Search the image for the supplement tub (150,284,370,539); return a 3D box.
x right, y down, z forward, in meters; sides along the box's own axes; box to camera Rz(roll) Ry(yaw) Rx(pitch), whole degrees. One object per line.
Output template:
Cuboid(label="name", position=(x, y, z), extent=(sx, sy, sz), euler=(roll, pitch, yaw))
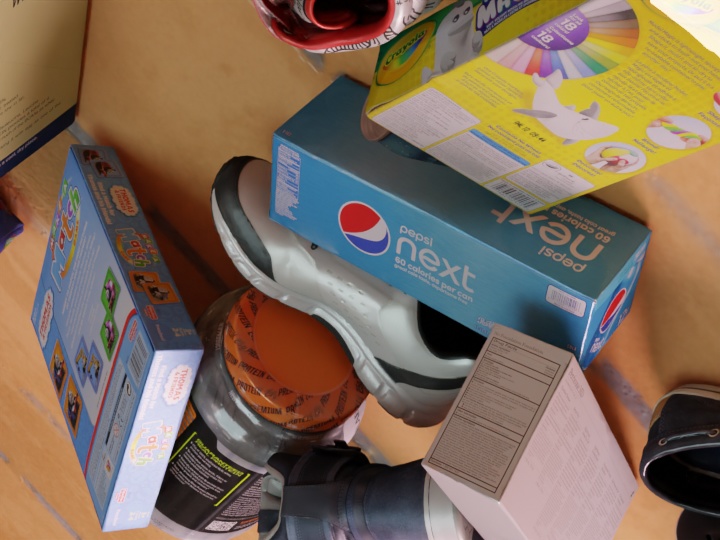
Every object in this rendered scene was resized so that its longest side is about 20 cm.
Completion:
Cuboid(label="supplement tub", position=(-0.073, 0.088, 0.987), extent=(0.123, 0.123, 0.200), euler=(45, 142, 0))

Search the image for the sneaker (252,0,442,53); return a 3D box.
Cuboid(label="sneaker", position=(-0.035, -0.161, 0.747), extent=(0.200, 0.108, 0.068), euler=(16, 133, 33))

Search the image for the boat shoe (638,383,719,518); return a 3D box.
Cuboid(label="boat shoe", position=(0.231, 0.107, 0.776), extent=(0.198, 0.062, 0.075), euler=(10, 128, 35))

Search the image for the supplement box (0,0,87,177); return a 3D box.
Cuboid(label="supplement box", position=(-0.273, -0.143, 0.905), extent=(0.134, 0.200, 0.201), euler=(34, 141, 13))

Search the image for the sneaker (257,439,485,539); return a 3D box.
Cuboid(label="sneaker", position=(0.018, 0.153, 0.919), extent=(0.144, 0.078, 0.202), euler=(-7, 157, 18))

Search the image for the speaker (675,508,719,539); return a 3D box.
Cuboid(label="speaker", position=(0.226, 0.216, 0.860), extent=(0.081, 0.081, 0.202), euler=(10, 130, 36))

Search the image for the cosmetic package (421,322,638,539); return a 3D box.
Cuboid(label="cosmetic package", position=(0.095, 0.109, 0.819), extent=(0.050, 0.083, 0.200), euler=(24, 163, 29))

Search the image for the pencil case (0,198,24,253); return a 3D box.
Cuboid(label="pencil case", position=(-0.329, -0.080, 1.106), extent=(0.201, 0.086, 0.078), euler=(56, 180, -10))

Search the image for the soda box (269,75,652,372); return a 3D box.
Cuboid(label="soda box", position=(0.049, -0.025, 0.820), extent=(0.199, 0.068, 0.065), euler=(29, 139, 21))

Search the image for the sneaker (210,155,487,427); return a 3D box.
Cuboid(label="sneaker", position=(0.000, 0.000, 0.894), extent=(0.200, 0.074, 0.080), euler=(42, 138, -8))

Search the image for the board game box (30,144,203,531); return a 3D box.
Cuboid(label="board game box", position=(-0.162, 0.039, 0.986), extent=(0.201, 0.036, 0.152), euler=(59, 139, 42))

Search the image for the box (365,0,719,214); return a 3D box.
Cuboid(label="box", position=(0.107, -0.092, 0.687), extent=(0.117, 0.049, 0.199), euler=(28, 153, -31))
